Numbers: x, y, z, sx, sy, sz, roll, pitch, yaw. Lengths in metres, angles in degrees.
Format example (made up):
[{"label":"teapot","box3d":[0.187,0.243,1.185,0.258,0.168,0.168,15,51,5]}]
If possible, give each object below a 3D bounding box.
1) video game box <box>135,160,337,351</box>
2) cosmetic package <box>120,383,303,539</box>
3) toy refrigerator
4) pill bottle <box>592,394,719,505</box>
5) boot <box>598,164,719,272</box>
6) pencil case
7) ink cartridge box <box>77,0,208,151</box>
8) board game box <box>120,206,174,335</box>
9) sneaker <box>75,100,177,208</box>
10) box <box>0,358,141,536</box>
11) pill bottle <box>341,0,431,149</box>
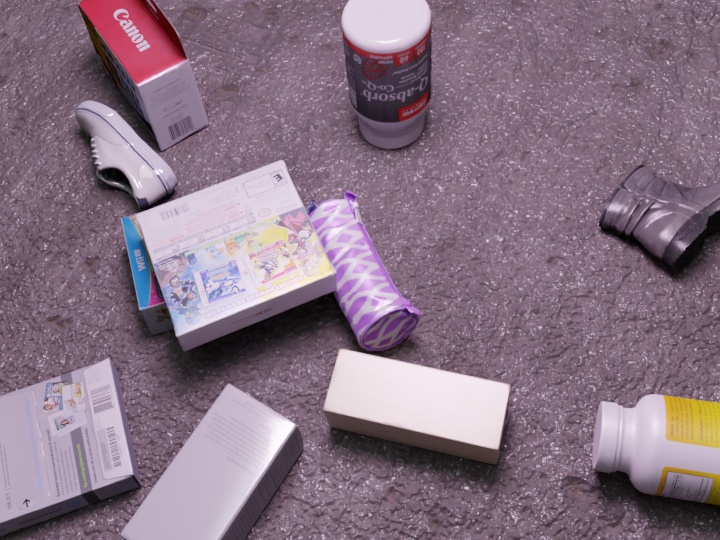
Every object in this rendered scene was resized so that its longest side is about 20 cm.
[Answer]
[{"label":"video game box","box3d":[-0.150,-0.022,1.159,0.197,0.047,0.184,-21,58,-9]},{"label":"cosmetic package","box3d":[-0.156,0.237,1.053,0.101,0.074,0.201,27,65,20]},{"label":"toy refrigerator","box3d":[0.065,0.154,1.090,0.196,0.070,0.077,10,65,12]},{"label":"pill bottle","box3d":[0.349,0.189,1.020,0.196,0.105,0.106,8,58,9]},{"label":"boot","box3d":[0.404,-0.100,1.223,0.199,0.070,0.131,-37,56,-22]},{"label":"pencil case","box3d":[0.000,0.000,1.180,0.085,0.084,0.202,-38,59,18]},{"label":"ink cartridge box","box3d":[-0.308,-0.303,1.346,0.083,0.177,0.201,-30,59,-15]},{"label":"board game box","box3d":[-0.190,-0.022,1.225,0.197,0.065,0.149,-18,57,-5]},{"label":"sneaker","box3d":[-0.337,-0.160,1.319,0.071,0.074,0.199,-40,63,-23]},{"label":"box","box3d":[-0.365,0.205,1.109,0.197,0.041,0.157,-18,58,-8]},{"label":"pill bottle","box3d":[0.038,-0.263,1.276,0.114,0.201,0.117,-2,56,4]}]
